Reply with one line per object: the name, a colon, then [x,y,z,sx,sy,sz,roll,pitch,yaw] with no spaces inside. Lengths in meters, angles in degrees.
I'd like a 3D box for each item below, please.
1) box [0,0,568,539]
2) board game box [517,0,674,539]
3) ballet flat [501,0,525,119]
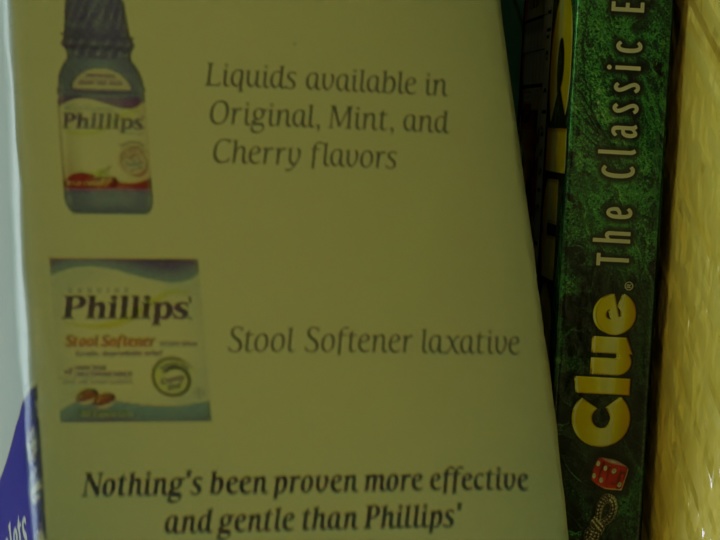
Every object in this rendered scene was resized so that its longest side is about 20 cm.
box: [-0.044,-0.010,0.574,0.184,0.104,0.201,132,136,-63]
board game box: [0.045,-0.014,0.546,0.105,0.023,0.201,-147,61,-85]
ballet flat: [0.018,-0.002,0.679,0.063,0.068,0.201,-58,-23,-62]
